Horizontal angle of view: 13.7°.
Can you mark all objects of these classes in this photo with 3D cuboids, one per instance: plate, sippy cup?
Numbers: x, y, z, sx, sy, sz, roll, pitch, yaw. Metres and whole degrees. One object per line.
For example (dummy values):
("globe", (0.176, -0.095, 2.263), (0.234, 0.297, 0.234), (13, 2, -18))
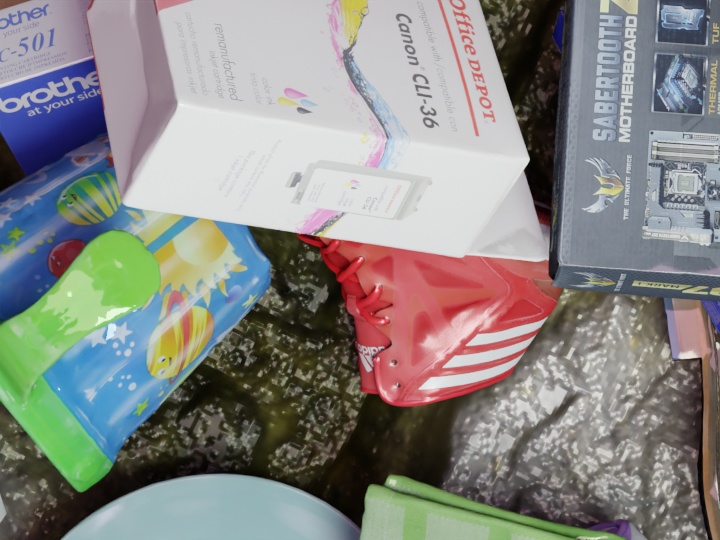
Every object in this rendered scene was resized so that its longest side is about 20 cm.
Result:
("plate", (-0.069, 0.193, 1.397), (0.200, 0.026, 0.200), (-3, 106, -11))
("sippy cup", (-0.114, 0.006, 1.315), (0.130, 0.178, 0.140), (-39, 129, -5))

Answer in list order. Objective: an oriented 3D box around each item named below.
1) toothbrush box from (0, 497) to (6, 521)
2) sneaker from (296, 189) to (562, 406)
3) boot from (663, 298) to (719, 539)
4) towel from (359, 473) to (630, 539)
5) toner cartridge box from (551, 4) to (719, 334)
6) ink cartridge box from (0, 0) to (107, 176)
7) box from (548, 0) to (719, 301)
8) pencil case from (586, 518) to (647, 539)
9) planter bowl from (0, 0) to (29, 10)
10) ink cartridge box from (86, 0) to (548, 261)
("toothbrush box", (-0.250, 0.112, 1.330), (0.146, 0.200, 0.086), (-18, 95, 4))
("sneaker", (0.000, 0.000, 1.354), (0.200, 0.078, 0.116), (19, 101, -18))
("boot", (0.199, 0.076, 1.376), (0.097, 0.075, 0.200), (-11, 95, 6))
("towel", (0.064, 0.196, 1.363), (0.149, 0.031, 0.200), (14, 117, 14))
("toner cartridge box", (0.175, -0.047, 1.344), (0.095, 0.043, 0.200), (-26, 80, -8))
("ink cartridge box", (-0.068, -0.101, 1.350), (0.200, 0.094, 0.044), (-17, 59, 3))
("box", (0.166, -0.087, 1.304), (0.158, 0.051, 0.200), (4, 78, -1))
("pencil case", (0.146, 0.208, 1.388), (0.085, 0.084, 0.200), (-42, 94, -19))
("planter bowl", (-0.176, -0.192, 1.310), (0.200, 0.200, 0.135), (-17, 69, 4))
("ink cartridge box", (-0.006, -0.075, 1.264), (0.200, 0.117, 0.068), (8, 136, -26))
